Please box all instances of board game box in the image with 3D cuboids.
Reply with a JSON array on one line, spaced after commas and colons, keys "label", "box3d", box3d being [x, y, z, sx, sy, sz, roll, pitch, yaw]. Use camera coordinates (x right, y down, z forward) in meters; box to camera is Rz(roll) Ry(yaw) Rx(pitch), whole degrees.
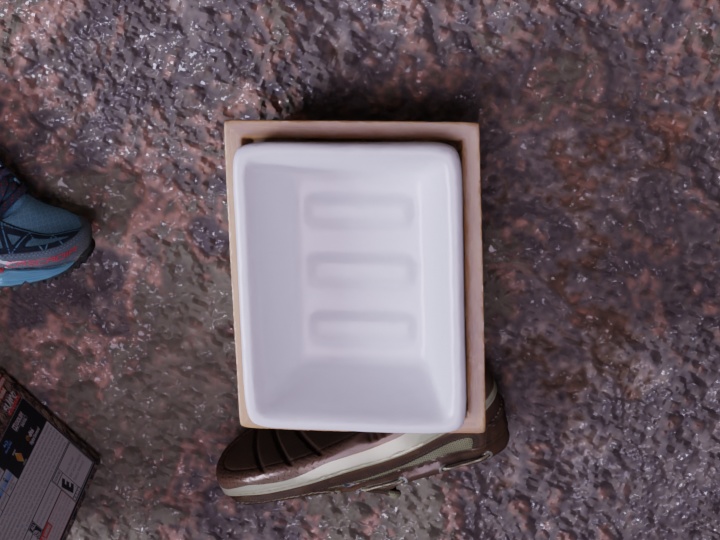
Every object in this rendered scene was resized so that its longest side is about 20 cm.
[{"label": "board game box", "box3d": [-0.293, 0.131, 1.430, 0.097, 0.160, 0.200, -38, 107, 26]}]

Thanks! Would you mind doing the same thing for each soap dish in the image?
[{"label": "soap dish", "box3d": [0.000, 0.000, 1.334, 0.156, 0.081, 0.201, 1, 108, 9]}]

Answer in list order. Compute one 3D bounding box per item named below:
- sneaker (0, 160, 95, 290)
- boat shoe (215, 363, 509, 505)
[{"label": "sneaker", "box3d": [-0.263, -0.053, 1.366, 0.199, 0.079, 0.096, 15, 119, 0]}, {"label": "boat shoe", "box3d": [0.004, 0.126, 1.429, 0.201, 0.075, 0.075, -18, 121, 18]}]
